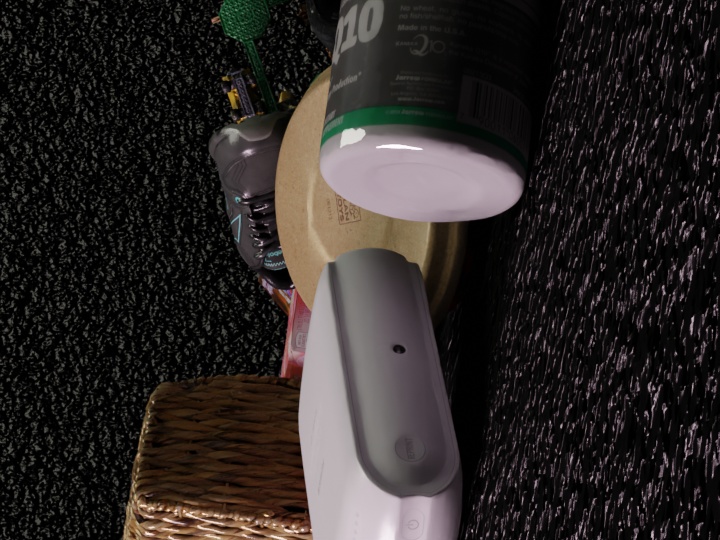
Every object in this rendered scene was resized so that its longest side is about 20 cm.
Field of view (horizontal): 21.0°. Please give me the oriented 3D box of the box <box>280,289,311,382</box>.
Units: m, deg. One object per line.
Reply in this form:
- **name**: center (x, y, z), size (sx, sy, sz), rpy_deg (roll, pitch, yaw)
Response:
- **box**: center (0.000, 0.000, 1.516), size (0.095, 0.102, 0.201), rpy_deg (105, 171, -62)

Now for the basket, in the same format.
- **basket**: center (-0.075, 0.175, 1.462), size (0.149, 0.199, 0.143), rpy_deg (102, 174, -47)

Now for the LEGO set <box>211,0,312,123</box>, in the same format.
- **LEGO set**: center (-0.011, -0.170, 1.456), size (0.154, 0.199, 0.116), rpy_deg (63, -179, -6)

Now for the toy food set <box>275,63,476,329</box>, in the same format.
- **toy food set**: center (0.009, -0.044, 1.242), size (0.198, 0.048, 0.201), rpy_deg (-35, 67, 49)

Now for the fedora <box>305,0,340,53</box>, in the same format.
- **fedora**: center (0.042, -0.233, 1.322), size (0.200, 0.091, 0.202), rpy_deg (-30, 55, 53)

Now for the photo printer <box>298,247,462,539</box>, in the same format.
- **photo printer**: center (0.009, 0.113, 1.133), size (0.201, 0.069, 0.167), rpy_deg (-100, 14, -44)

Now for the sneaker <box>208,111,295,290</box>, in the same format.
- **sneaker**: center (-0.060, -0.050, 1.383), size (0.200, 0.075, 0.080), rpy_deg (82, 173, -71)

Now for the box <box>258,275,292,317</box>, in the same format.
- **box**: center (-0.029, 0.018, 1.730), size (0.039, 0.137, 0.200), rpy_deg (-38, -11, -17)

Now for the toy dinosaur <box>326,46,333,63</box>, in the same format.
- **toy dinosaur**: center (0.024, -0.079, 1.330), size (0.136, 0.102, 0.201), rpy_deg (106, 167, -52)

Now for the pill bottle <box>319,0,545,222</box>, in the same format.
- **pill bottle**: center (0.044, -0.137, 1.066), size (0.113, 0.113, 0.201), rpy_deg (109, 169, -70)
